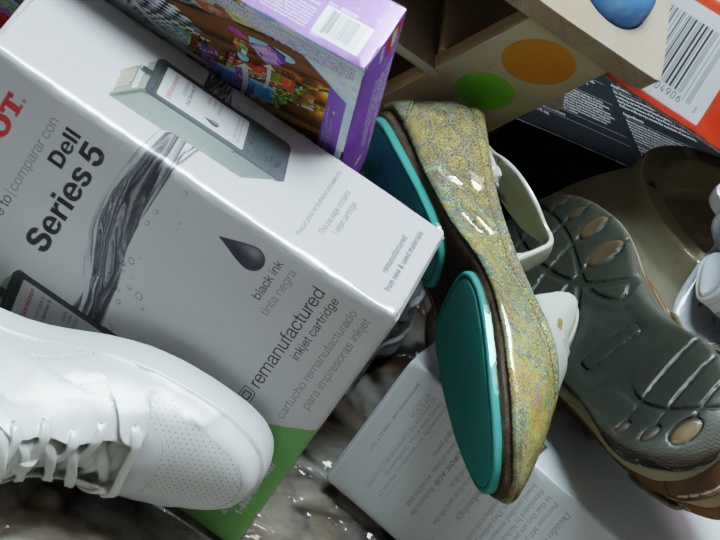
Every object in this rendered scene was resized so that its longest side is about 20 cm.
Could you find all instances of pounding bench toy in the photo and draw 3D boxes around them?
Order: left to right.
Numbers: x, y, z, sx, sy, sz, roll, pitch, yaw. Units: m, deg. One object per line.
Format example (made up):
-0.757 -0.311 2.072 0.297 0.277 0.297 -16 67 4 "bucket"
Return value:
0.061 -0.173 1.349 0.124 0.156 0.200 31 52 -31 "pounding bench toy"

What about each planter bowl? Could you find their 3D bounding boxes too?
0.151 0.026 1.448 0.200 0.135 0.200 25 32 -17 "planter bowl"

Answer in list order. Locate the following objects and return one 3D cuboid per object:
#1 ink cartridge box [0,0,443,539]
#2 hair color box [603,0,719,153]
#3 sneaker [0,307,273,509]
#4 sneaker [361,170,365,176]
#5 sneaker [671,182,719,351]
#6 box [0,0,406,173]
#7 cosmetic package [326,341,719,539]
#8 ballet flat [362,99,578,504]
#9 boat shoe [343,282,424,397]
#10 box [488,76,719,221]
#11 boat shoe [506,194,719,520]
-0.090 -0.005 1.239 0.200 0.146 0.084 34 32 -1 "ink cartridge box"
0.192 -0.081 1.423 0.111 0.064 0.200 36 6 31 "hair color box"
-0.135 0.073 1.166 0.200 0.074 0.116 20 35 -8 "sneaker"
0.006 -0.139 1.479 0.073 0.114 0.201 25 56 -30 "sneaker"
0.201 0.053 1.326 0.115 0.075 0.200 15 65 -30 "sneaker"
-0.083 -0.112 1.253 0.200 0.137 0.039 30 63 7 "box"
0.098 0.114 1.323 0.200 0.081 0.113 38 28 8 "cosmetic package"
0.057 0.007 1.267 0.071 0.071 0.200 9 48 -37 "ballet flat"
-0.001 -0.001 1.384 0.074 0.065 0.202 35 17 1 "boat shoe"
0.105 -0.082 1.573 0.200 0.079 0.141 21 41 -39 "box"
0.114 0.043 1.304 0.074 0.076 0.200 56 2 -38 "boat shoe"
